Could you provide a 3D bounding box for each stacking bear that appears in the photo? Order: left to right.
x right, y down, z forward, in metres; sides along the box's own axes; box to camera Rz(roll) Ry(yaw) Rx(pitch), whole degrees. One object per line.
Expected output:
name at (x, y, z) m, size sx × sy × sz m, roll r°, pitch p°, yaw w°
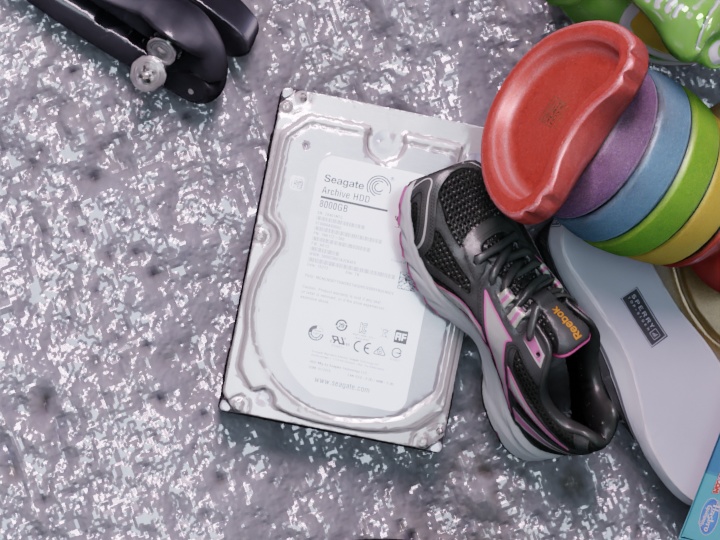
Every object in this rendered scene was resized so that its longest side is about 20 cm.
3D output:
stacking bear at (0.178, -0.049, 1.381) m, size 0.200 × 0.114 × 0.122 m, roll 29°, pitch 98°, yaw -28°

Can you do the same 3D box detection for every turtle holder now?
turtle holder at (0.184, -0.188, 1.391) m, size 0.132 × 0.185 × 0.141 m, roll 39°, pitch 83°, yaw -16°

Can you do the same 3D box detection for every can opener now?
can opener at (-0.161, -0.165, 1.432) m, size 0.200 × 0.079 × 0.063 m, roll 27°, pitch 125°, yaw 0°

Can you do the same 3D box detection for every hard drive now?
hard drive at (0.000, 0.000, 1.441) m, size 0.140 × 0.038 × 0.200 m, roll 12°, pitch 86°, yaw -4°

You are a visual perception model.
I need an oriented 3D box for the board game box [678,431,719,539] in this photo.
board game box at (0.299, 0.116, 1.353) m, size 0.200 × 0.047 × 0.151 m, roll 14°, pitch 75°, yaw 37°

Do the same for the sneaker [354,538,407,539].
sneaker at (0.064, 0.210, 1.421) m, size 0.200 × 0.072 × 0.083 m, roll 9°, pitch 89°, yaw -4°

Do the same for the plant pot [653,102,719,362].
plant pot at (0.266, -0.014, 1.467) m, size 0.200 × 0.027 × 0.200 m, roll 0°, pitch 89°, yaw -4°

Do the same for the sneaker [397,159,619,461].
sneaker at (0.099, 0.022, 1.399) m, size 0.080 × 0.086 × 0.200 m, roll -38°, pitch 109°, yaw -24°

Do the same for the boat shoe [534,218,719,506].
boat shoe at (0.168, 0.051, 1.442) m, size 0.069 × 0.057 × 0.200 m, roll -26°, pitch 90°, yaw -23°
